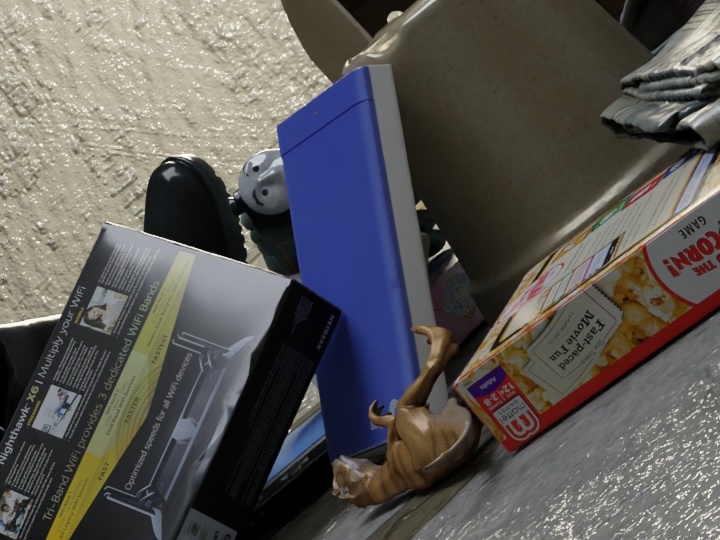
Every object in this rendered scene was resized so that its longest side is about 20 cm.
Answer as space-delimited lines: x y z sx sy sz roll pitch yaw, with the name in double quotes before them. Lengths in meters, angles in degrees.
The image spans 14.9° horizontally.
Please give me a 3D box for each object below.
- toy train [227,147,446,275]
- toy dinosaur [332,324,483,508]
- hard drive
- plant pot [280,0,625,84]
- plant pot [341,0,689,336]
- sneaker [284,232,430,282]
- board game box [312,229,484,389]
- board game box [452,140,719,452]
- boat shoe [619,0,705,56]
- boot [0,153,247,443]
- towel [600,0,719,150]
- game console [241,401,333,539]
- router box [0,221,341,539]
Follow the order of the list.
"toy train" -0.015 -0.038 1.728 0.114 0.085 0.200 -23 -18 3
"toy dinosaur" 0.043 0.080 1.365 0.107 0.060 0.200 -68 10 -20
"hard drive" 0.000 0.000 1.540 0.025 0.201 0.132 -5 -10 -24
"plant pot" 0.064 -0.172 1.798 0.200 0.200 0.177 -40 -11 -18
"plant pot" 0.095 -0.088 1.582 0.200 0.184 0.200 -39 5 4
"sneaker" -0.017 0.043 1.698 0.075 0.100 0.200 2 -20 -23
"board game box" 0.072 -0.004 1.812 0.199 0.043 0.200 -44 7 -26
"board game box" 0.147 -0.010 1.326 0.200 0.046 0.152 -38 6 28
"boat shoe" 0.185 -0.171 1.559 0.065 0.075 0.202 -31 -12 -10
"boot" -0.158 0.026 1.673 0.200 0.166 0.066 -16 6 -43
"towel" 0.207 -0.140 1.394 0.200 0.035 0.193 -46 10 -4
"game console" -0.095 0.103 1.705 0.176 0.116 0.200 -40 6 6
"router box" -0.119 0.085 1.551 0.157 0.052 0.201 17 79 41
